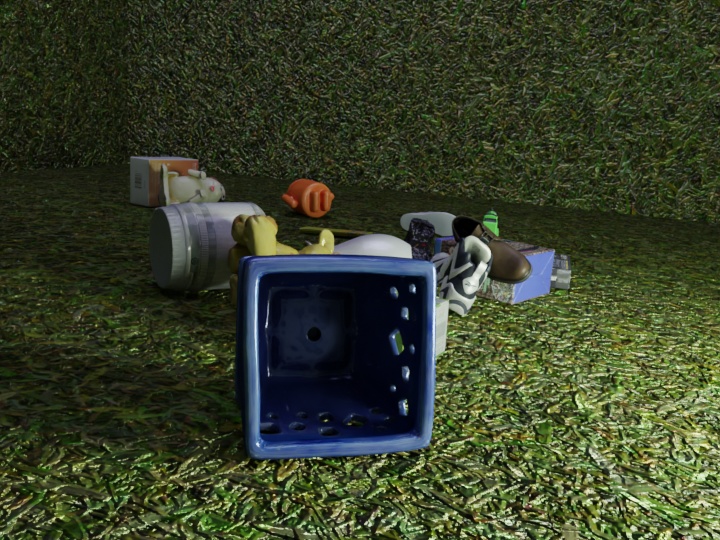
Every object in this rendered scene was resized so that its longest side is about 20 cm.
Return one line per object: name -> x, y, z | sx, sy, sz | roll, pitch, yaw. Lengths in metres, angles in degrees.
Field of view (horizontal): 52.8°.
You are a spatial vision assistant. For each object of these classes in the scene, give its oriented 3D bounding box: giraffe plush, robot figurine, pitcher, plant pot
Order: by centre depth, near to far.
plant pot -> -0.041, 0.078, 0.790 | 0.198, 0.202, 0.180 | 0, 6, -17
giraffe plush -> -0.118, -0.008, 1.224 | 0.161, 0.174, 0.200 | -2, 22, -30
pitcher -> -0.005, 0.009, 1.333 | 0.198, 0.122, 0.172 | -1, 39, -1
robot figurine -> -0.172, -0.239, 2.381 | 0.144, 0.117, 0.200 | -46, 32, -14

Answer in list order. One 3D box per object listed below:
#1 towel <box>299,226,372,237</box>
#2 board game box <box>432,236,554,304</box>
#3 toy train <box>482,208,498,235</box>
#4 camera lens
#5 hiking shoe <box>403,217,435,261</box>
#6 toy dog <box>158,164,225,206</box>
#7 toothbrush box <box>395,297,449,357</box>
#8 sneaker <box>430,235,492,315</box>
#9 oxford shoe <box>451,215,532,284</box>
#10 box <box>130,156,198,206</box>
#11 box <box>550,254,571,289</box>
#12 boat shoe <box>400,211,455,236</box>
towel -> -0.067, -0.106, 2.043 | 0.198, 0.018, 0.086 | 6, 7, 12
board game box -> 0.273, -0.008, 1.504 | 0.199, 0.098, 0.159 | 15, 16, 39
toy train -> 0.273, -0.094, 1.533 | 0.041, 0.057, 0.200 | 6, 13, 9
camera lens -> -0.272, -0.045, 1.338 | 0.199, 0.161, 0.160 | -4, 14, -32
hiking shoe -> 0.108, -0.012, 1.492 | 0.075, 0.101, 0.201 | 19, 47, 4
toy dog -> -0.523, -0.236, 2.269 | 0.198, 0.141, 0.194 | -3, -23, -22
toothbrush box -> 0.008, 0.077, 1.045 | 0.199, 0.087, 0.145 | 12, 14, 28
sneaker -> 0.193, -0.016, 1.346 | 0.079, 0.130, 0.199 | 30, 20, -8
oxford shoe -> 0.238, -0.041, 1.367 | 0.200, 0.073, 0.084 | 37, -7, 40
box -> -0.645, -0.295, 2.386 | 0.106, 0.154, 0.199 | 12, 15, 37
box -> 0.399, -0.008, 1.665 | 0.160, 0.050, 0.200 | 5, 12, 13
boat shoe -> 0.222, -0.150, 2.206 | 0.199, 0.074, 0.065 | 12, 18, 27
